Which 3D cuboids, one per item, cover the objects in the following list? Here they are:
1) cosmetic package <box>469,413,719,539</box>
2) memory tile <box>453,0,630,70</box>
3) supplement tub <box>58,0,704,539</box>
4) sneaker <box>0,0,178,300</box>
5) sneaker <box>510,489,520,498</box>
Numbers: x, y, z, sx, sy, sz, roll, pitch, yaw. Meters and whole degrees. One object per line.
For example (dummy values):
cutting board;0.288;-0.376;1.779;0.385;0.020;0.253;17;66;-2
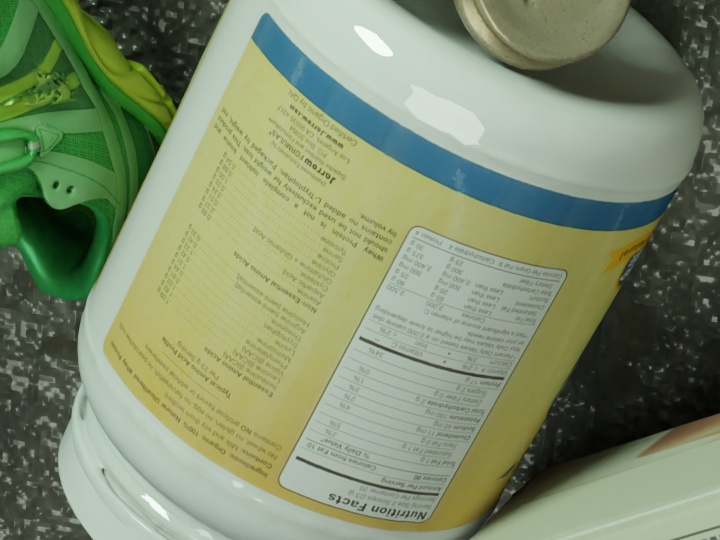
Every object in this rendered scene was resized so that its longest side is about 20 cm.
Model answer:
cosmetic package;0.139;0.089;0.752;0.199;0.087;0.104;-19;100;32
memory tile;0.045;-0.169;0.707;0.153;0.017;0.200;33;73;-16
supplement tub;0.000;0.000;0.793;0.144;0.145;0.200;27;116;-1
sneaker;-0.118;-0.051;0.777;0.074;0.084;0.200;2;157;33
sneaker;0.129;0.146;0.868;0.082;0.073;0.200;-30;104;22
